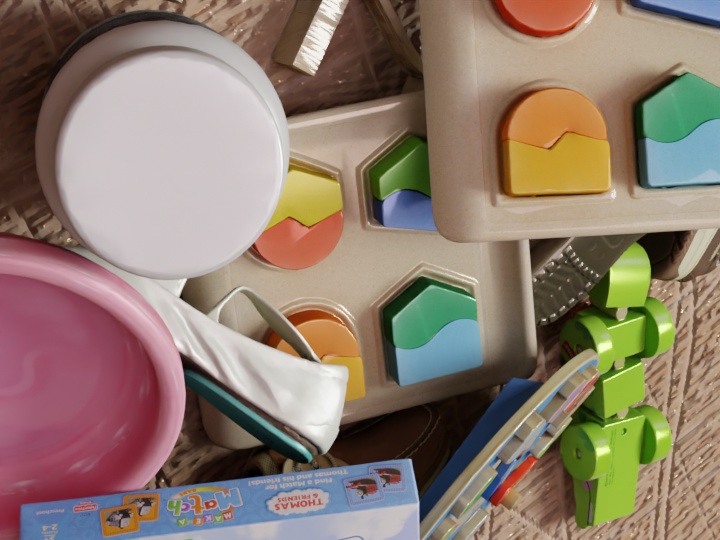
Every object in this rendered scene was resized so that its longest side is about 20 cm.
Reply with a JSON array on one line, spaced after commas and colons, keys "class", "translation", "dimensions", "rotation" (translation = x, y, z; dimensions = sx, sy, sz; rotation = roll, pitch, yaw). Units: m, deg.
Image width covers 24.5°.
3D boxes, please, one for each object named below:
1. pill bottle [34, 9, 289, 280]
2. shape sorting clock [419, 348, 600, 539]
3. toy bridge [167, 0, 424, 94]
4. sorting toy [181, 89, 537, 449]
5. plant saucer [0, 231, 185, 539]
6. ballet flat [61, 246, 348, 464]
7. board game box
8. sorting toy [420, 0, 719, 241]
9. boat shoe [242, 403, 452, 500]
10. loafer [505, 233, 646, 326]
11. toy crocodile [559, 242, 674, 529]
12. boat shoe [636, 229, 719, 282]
[{"class": "pill bottle", "translation": [-0.093, -0.061, 0.768], "dimensions": [0.112, 0.200, 0.114], "rotation": [-2, 101, -9]}, {"class": "shape sorting clock", "translation": [0.076, 0.126, 0.979], "dimensions": [0.200, 0.039, 0.200], "rotation": [-49, 166, -17]}, {"class": "toy bridge", "translation": [-0.023, -0.140, 0.908], "dimensions": [0.199, 0.027, 0.067], "rotation": [25, 89, -34]}, {"class": "sorting toy", "translation": [0.000, 0.000, 0.926], "dimensions": [0.199, 0.036, 0.186], "rotation": [-11, 111, -11]}, {"class": "plant saucer", "translation": [-0.186, 0.053, 0.805], "dimensions": [0.199, 0.051, 0.201], "rotation": [-6, 132, -6]}, {"class": "ballet flat", "translation": [-0.091, 0.028, 0.876], "dimensions": [0.200, 0.069, 0.070], "rotation": [33, 86, -13]}, {"class": "board game box", "translation": [-0.068, 0.173, 0.875], "dimensions": [0.199, 0.037, 0.152], "rotation": [-7, 130, -5]}, {"class": "sorting toy", "translation": [0.133, -0.113, 0.876], "dimensions": [0.199, 0.036, 0.186], "rotation": [-3, 89, 0]}, {"class": "boat shoe", "translation": [-0.035, 0.134, 0.956], "dimensions": [0.200, 0.076, 0.074], "rotation": [-36, 117, -20]}, {"class": "loafer", "translation": [0.149, -0.054, 0.999], "dimensions": [0.200, 0.067, 0.076], "rotation": [-40, 144, -3]}, {"class": "toy crocodile", "translation": [0.159, 0.075, 1.076], "dimensions": [0.067, 0.062, 0.201], "rotation": [-16, 117, -28]}, {"class": "boat shoe", "translation": [0.242, -0.085, 1.061], "dimensions": [0.075, 0.075, 0.203], "rotation": [8, 119, -40]}]
